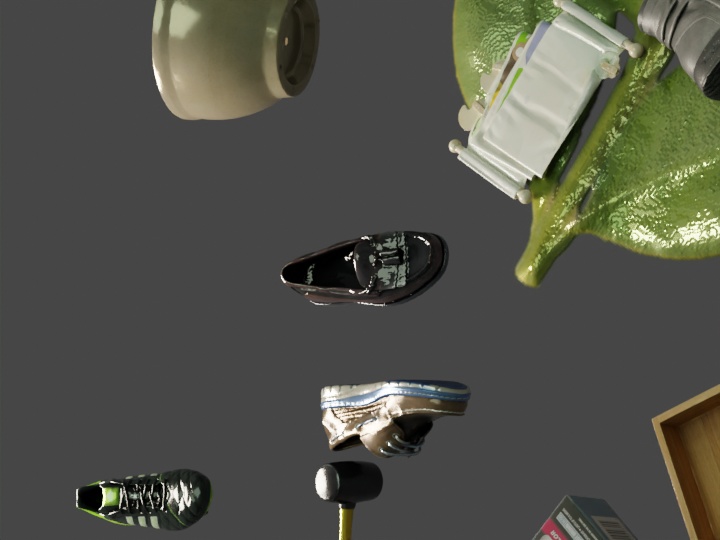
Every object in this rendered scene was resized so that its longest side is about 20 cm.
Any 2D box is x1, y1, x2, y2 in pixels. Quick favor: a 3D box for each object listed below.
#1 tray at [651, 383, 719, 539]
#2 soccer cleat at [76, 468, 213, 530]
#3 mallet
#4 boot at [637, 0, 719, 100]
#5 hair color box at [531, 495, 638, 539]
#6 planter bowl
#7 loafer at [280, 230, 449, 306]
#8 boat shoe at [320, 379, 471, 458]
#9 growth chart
[{"bbox_3d":[0.305,0.191,1.110,0.098,0.037,0.202,-34,56,35],"label":"tray"},{"bbox_3d":[-0.248,0.263,1.622,0.199,0.081,0.068,-13,70,43],"label":"soccer cleat"},{"bbox_3d":[-0.009,0.288,1.410,0.041,0.065,0.203,2,96,47],"label":"mallet"},{"bbox_3d":[0.322,-0.255,1.193,0.200,0.069,0.132,-47,45,21],"label":"boot"},{"bbox_3d":[0.163,0.300,1.207,0.201,0.060,0.099,-57,47,19],"label":"hair color box"},{"bbox_3d":[-0.126,-0.260,1.579,0.133,0.200,0.203,10,86,19],"label":"planter bowl"},{"bbox_3d":[0.000,0.000,1.452,0.199,0.063,0.073,-13,71,43],"label":"loafer"},{"bbox_3d":[0.036,0.145,1.380,0.199,0.072,0.073,-12,75,54],"label":"boat shoe"},{"bbox_3d":[0.168,-0.166,1.358,0.201,0.018,0.145,-56,46,19],"label":"growth chart"}]
